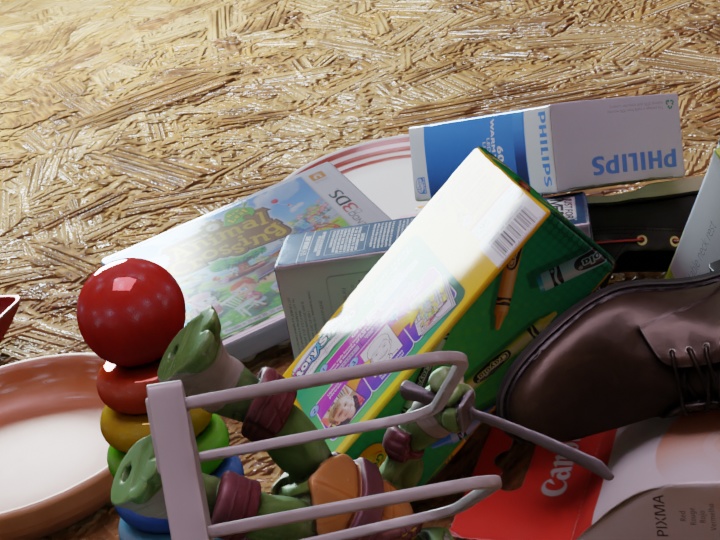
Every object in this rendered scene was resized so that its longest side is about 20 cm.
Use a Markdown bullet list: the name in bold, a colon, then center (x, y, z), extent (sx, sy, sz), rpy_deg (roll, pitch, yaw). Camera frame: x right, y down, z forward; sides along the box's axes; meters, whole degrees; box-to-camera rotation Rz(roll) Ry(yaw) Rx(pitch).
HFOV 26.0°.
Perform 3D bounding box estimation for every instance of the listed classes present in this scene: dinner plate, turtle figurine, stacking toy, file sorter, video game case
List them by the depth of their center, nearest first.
- **file sorter**: center (-0.002, 0.142, 0.598), extent (0.124, 0.201, 0.139), rpy_deg (-11, -15, -7)
- **turtle figurine**: center (-0.002, 0.102, 0.728), extent (0.144, 0.193, 0.200), rpy_deg (-59, 21, 3)
- **stacking toy**: center (-0.100, 0.088, 0.799), extent (0.085, 0.201, 0.085), rpy_deg (-10, 25, 5)
- **video game case**: center (-0.074, -0.004, 1.143), extent (0.199, 0.022, 0.182), rpy_deg (-24, 33, -14)
- **dinner plate**: center (0.023, -0.067, 1.294), extent (0.199, 0.024, 0.200), rpy_deg (-9, 24, 4)

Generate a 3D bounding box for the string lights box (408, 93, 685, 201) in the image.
- **string lights box**: center (0.124, -0.083, 1.089), extent (0.102, 0.059, 0.200), rpy_deg (-7, 3, -25)

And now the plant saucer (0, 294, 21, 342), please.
- **plant saucer**: center (-0.373, 0.081, 1.140), extent (0.199, 0.037, 0.200), rpy_deg (-2, 25, 21)

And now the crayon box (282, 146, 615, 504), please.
- **crayon box**: center (0.041, 0.036, 0.895), extent (0.200, 0.058, 0.119), rpy_deg (-50, 26, 7)

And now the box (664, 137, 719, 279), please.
- **box**: center (0.248, -0.030, 0.913), extent (0.121, 0.200, 0.048), rpy_deg (-19, 60, -16)

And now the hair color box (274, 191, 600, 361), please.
- **hair color box**: center (0.053, 0.018, 1.002), extent (0.199, 0.101, 0.061), rpy_deg (-7, 21, 9)

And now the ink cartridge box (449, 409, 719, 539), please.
- **ink cartridge box**: center (0.160, 0.088, 0.866), extent (0.199, 0.050, 0.162), rpy_deg (1, 27, 19)

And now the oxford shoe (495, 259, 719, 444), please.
- **oxford shoe**: center (0.167, 0.045, 0.826), extent (0.199, 0.073, 0.084), rpy_deg (-22, 23, -8)

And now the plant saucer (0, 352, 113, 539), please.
- **plant saucer**: center (-0.217, 0.117, 0.991), extent (0.199, 0.038, 0.200), rpy_deg (-10, 25, 5)

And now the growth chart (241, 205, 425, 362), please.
- **growth chart**: center (0.000, 0.000, 1.143), extent (0.199, 0.018, 0.145), rpy_deg (-16, 32, -1)

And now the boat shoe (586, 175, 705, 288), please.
- **boat shoe**: center (0.152, -0.016, 1.050), extent (0.200, 0.063, 0.074), rpy_deg (-9, -11, -9)
